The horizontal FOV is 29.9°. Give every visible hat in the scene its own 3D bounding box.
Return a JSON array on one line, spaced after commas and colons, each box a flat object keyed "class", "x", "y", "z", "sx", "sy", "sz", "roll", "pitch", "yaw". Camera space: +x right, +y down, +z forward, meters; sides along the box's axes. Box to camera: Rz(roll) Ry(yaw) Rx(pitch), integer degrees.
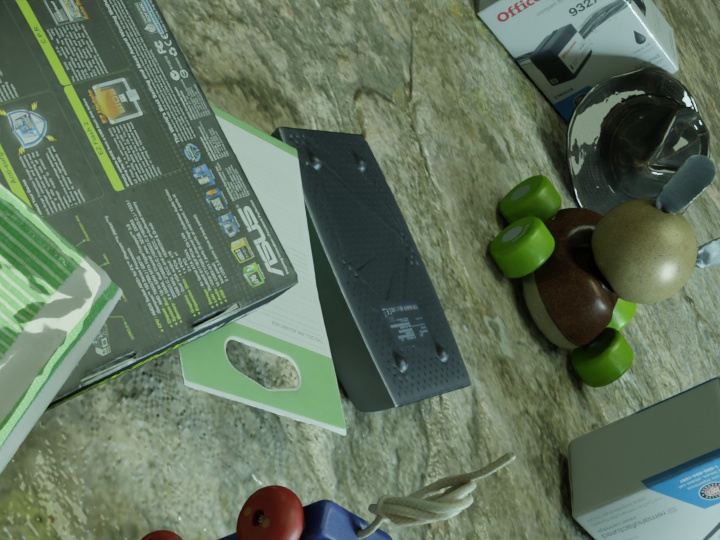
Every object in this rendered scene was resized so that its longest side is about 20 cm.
[{"class": "hat", "x": 0.321, "y": -0.126, "z": 1.458, "sx": 0.199, "sy": 0.081, "sz": 0.202, "roll": -4, "pitch": 97, "yaw": -30}]

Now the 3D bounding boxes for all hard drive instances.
[{"class": "hard drive", "x": 0.000, "y": 0.000, "z": 0.931, "sx": 0.135, "sy": 0.042, "sz": 0.201, "roll": -6, "pitch": 70, "yaw": -62}]

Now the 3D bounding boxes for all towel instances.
[{"class": "towel", "x": -0.202, "y": -0.005, "z": 0.536, "sx": 0.200, "sy": 0.023, "sz": 0.153, "roll": 44, "pitch": 49, "yaw": -19}]

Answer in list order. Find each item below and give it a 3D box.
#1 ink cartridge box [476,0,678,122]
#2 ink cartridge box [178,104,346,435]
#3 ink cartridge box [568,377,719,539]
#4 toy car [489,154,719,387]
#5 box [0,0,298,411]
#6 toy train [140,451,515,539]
[{"class": "ink cartridge box", "x": 0.242, "y": -0.278, "z": 1.509, "sx": 0.200, "sy": 0.145, "sz": 0.084, "roll": 43, "pitch": 34, "yaw": -32}, {"class": "ink cartridge box", "x": -0.082, "y": -0.003, "z": 0.788, "sx": 0.145, "sy": 0.048, "sz": 0.201, "roll": 25, "pitch": 48, "yaw": -49}, {"class": "ink cartridge box", "x": 0.285, "y": 0.201, "z": 1.109, "sx": 0.200, "sy": 0.145, "sz": 0.084, "roll": 46, "pitch": 30, "yaw": -28}, {"class": "toy car", "x": 0.245, "y": -0.022, "z": 1.209, "sx": 0.165, "sy": 0.199, "sz": 0.158, "roll": 52, "pitch": 28, "yaw": -18}, {"class": "box", "x": -0.147, "y": -0.045, "z": 0.654, "sx": 0.193, "sy": 0.047, "sz": 0.201, "roll": -27, "pitch": 88, "yaw": -43}, {"class": "toy train", "x": -0.016, "y": 0.158, "z": 0.583, "sx": 0.085, "sy": 0.199, "sz": 0.116, "roll": 36, "pitch": 40, "yaw": -39}]
